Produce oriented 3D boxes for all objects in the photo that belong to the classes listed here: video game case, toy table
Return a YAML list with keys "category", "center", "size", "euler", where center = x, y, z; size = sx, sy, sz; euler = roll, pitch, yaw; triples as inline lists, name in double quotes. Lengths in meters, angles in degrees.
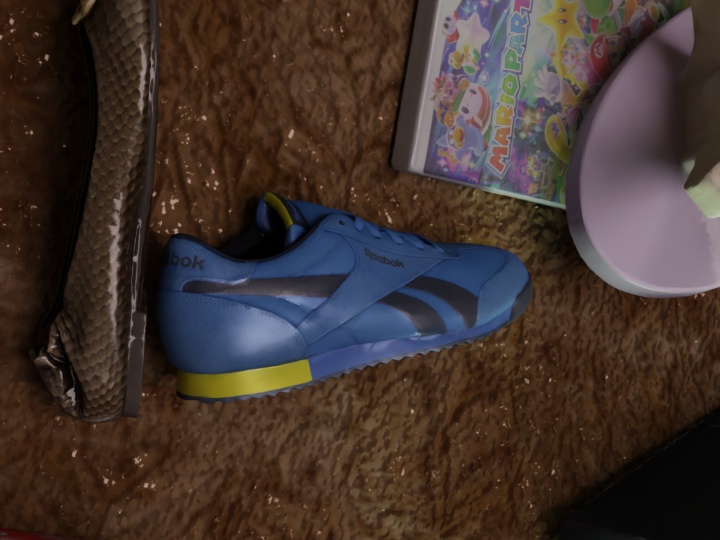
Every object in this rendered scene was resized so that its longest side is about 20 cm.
- category: "video game case"
  center: [0.106, -0.104, 0.784]
  size: [0.199, 0.018, 0.145]
  euler: [10, 91, -38]
- category: "toy table"
  center: [0.199, -0.077, 0.745]
  size: [0.183, 0.117, 0.201]
  euler: [38, 72, -6]

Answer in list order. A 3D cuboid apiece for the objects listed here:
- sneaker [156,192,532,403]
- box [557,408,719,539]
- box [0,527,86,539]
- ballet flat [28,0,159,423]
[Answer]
- category: "sneaker"
  center: [0.000, 0.000, 0.685]
  size: [0.199, 0.066, 0.079]
  euler: [-12, 100, -36]
- category: "box"
  center: [0.220, 0.194, 0.848]
  size: [0.181, 0.104, 0.202]
  euler: [-26, 109, -36]
- category: "box"
  center: [-0.156, 0.144, 0.559]
  size: [0.199, 0.099, 0.096]
  euler: [17, 86, -38]
- category: "ballet flat"
  center: [-0.104, -0.039, 0.607]
  size: [0.046, 0.067, 0.202]
  euler: [3, 99, -8]
